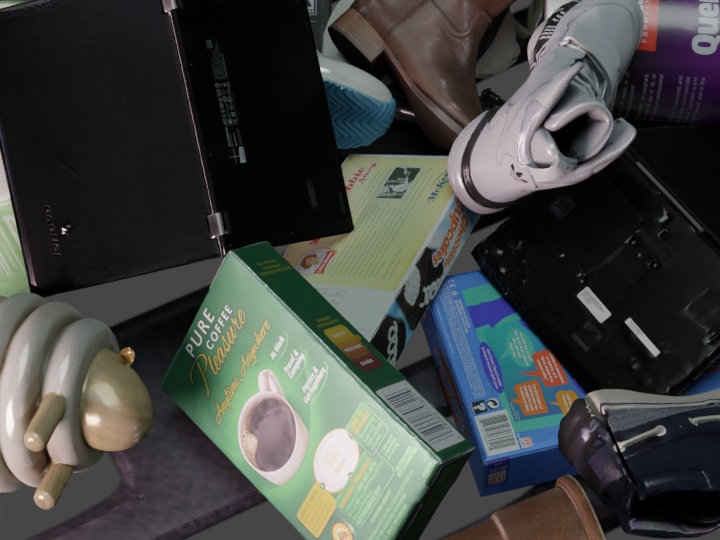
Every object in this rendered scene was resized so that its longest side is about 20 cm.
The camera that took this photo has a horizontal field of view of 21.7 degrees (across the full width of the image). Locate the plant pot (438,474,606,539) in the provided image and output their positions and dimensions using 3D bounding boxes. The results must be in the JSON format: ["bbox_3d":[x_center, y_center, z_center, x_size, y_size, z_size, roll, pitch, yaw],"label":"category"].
[{"bbox_3d":[0.051,0.238,1.048,0.196,0.201,0.202,-15,55,-4],"label":"plant pot"}]

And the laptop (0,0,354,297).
[{"bbox_3d":[-0.126,-0.096,1.247,0.199,0.115,0.190,-12,90,-48],"label":"laptop"}]

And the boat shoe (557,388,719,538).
[{"bbox_3d":[0.225,0.124,1.172,0.198,0.075,0.093,-2,36,-23],"label":"boat shoe"}]

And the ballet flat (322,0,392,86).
[{"bbox_3d":[0.030,-0.207,1.420,0.069,0.070,0.200,21,45,13],"label":"ballet flat"}]

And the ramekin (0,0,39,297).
[{"bbox_3d":[-0.247,-0.090,1.305,0.198,0.098,0.202,-5,60,8],"label":"ramekin"}]

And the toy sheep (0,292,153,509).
[{"bbox_3d":[-0.224,0.078,1.189,0.198,0.139,0.139,10,53,12],"label":"toy sheep"}]

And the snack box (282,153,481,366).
[{"bbox_3d":[0.000,0.000,1.280,0.115,0.037,0.201,4,48,36],"label":"snack box"}]

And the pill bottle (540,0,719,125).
[{"bbox_3d":[0.234,-0.166,1.392,0.197,0.113,0.113,4,53,1],"label":"pill bottle"}]

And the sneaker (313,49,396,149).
[{"bbox_3d":[-0.066,-0.149,1.345,0.198,0.077,0.081,17,52,9],"label":"sneaker"}]

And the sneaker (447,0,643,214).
[{"bbox_3d":[0.150,-0.120,1.258,0.075,0.115,0.200,48,67,-18],"label":"sneaker"}]

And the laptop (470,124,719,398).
[{"bbox_3d":[0.212,0.000,1.277,0.200,0.103,0.178,-41,60,1],"label":"laptop"}]

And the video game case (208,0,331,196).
[{"bbox_3d":[-0.120,-0.135,1.397,0.197,0.026,0.182,-2,57,2],"label":"video game case"}]

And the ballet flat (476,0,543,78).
[{"bbox_3d":[0.102,-0.195,1.438,0.072,0.073,0.201,22,51,14],"label":"ballet flat"}]

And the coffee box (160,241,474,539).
[{"bbox_3d":[-0.030,0.090,1.180,0.200,0.124,0.044,42,33,22],"label":"coffee box"}]

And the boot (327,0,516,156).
[{"bbox_3d":[0.105,-0.183,1.343,0.200,0.064,0.186,-44,81,-12],"label":"boot"}]

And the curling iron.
[{"bbox_3d":[0.019,-0.130,1.415,0.198,0.026,0.050,11,32,13],"label":"curling iron"}]

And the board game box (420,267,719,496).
[{"bbox_3d":[0.154,0.058,1.265,0.198,0.045,0.153,-11,54,-9],"label":"board game box"}]
